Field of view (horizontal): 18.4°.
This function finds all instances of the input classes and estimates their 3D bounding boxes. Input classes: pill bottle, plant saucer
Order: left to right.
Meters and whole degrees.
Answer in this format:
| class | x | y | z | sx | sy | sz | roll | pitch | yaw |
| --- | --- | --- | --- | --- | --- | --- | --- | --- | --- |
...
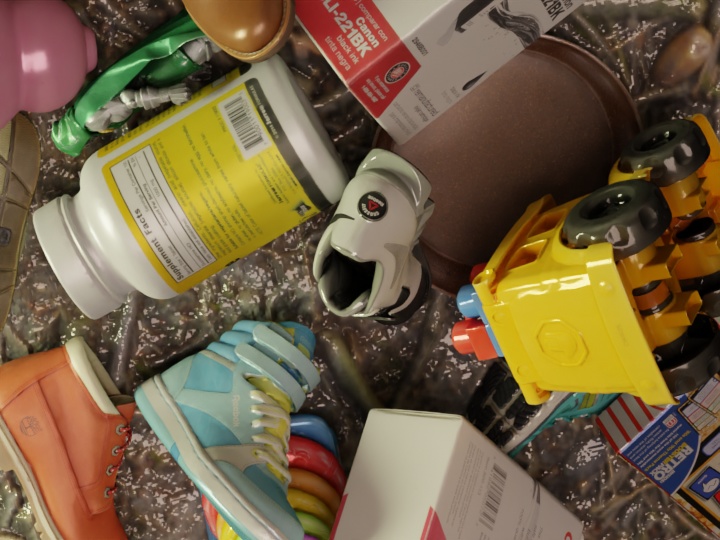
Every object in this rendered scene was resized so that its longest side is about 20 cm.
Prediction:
| class | x | y | z | sx | sy | sz | roll | pitch | yaw |
| --- | --- | --- | --- | --- | --- | --- | --- | --- | --- |
| pill bottle | -0.116 | -0.052 | 1.506 | 0.199 | 0.113 | 0.113 | -30 | 112 | 5 |
| plant saucer | 0.102 | -0.075 | 1.568 | 0.198 | 0.035 | 0.202 | -2 | 111 | -6 |

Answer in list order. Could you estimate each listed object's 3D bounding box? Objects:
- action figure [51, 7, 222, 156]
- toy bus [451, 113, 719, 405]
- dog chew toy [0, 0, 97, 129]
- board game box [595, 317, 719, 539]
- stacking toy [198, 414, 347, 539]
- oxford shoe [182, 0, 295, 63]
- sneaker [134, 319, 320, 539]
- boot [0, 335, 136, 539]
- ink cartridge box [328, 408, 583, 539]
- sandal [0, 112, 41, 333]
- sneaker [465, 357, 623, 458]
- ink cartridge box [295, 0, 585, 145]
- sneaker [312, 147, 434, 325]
| class | x | y | z | sx | sy | sz | roll | pitch | yaw |
| --- | --- | --- | --- | --- | --- | --- | --- | --- | --- |
| action figure | -0.127 | -0.140 | 1.483 | 0.199 | 0.118 | 0.055 | -33 | 104 | 17 |
| toy bus | 0.156 | 0.000 | 1.516 | 0.191 | 0.200 | 0.136 | -11 | 117 | 36 |
| dog chew toy | -0.272 | -0.138 | 1.454 | 0.198 | 0.125 | 0.126 | -6 | 113 | -14 |
| board game box | 0.290 | 0.120 | 1.637 | 0.151 | 0.046 | 0.200 | -43 | 125 | 9 |
| stacking toy | -0.054 | 0.200 | 1.563 | 0.109 | 0.201 | 0.117 | -10 | 121 | -2 |
| oxford shoe | -0.107 | -0.210 | 1.399 | 0.071 | 0.201 | 0.071 | -41 | 150 | 15 |
| sneaker | -0.065 | 0.105 | 1.536 | 0.130 | 0.200 | 0.080 | -38 | 137 | -5 |
| boot | -0.194 | 0.143 | 1.598 | 0.107 | 0.075 | 0.201 | -28 | 111 | -1 |
| ink cartridge box | 0.067 | 0.205 | 1.571 | 0.200 | 0.082 | 0.148 | 42 | 59 | -48 |
| sandal | -0.273 | -0.017 | 1.537 | 0.080 | 0.054 | 0.202 | 17 | 94 | -19 |
| sneaker | 0.156 | 0.085 | 1.620 | 0.200 | 0.078 | 0.080 | -40 | 123 | 11 |
| ink cartridge box | 0.065 | -0.190 | 1.446 | 0.200 | 0.144 | 0.084 | -39 | 71 | 5 |
| sneaker | 0.000 | 0.000 | 1.511 | 0.074 | 0.200 | 0.089 | 29 | 68 | 15 |
